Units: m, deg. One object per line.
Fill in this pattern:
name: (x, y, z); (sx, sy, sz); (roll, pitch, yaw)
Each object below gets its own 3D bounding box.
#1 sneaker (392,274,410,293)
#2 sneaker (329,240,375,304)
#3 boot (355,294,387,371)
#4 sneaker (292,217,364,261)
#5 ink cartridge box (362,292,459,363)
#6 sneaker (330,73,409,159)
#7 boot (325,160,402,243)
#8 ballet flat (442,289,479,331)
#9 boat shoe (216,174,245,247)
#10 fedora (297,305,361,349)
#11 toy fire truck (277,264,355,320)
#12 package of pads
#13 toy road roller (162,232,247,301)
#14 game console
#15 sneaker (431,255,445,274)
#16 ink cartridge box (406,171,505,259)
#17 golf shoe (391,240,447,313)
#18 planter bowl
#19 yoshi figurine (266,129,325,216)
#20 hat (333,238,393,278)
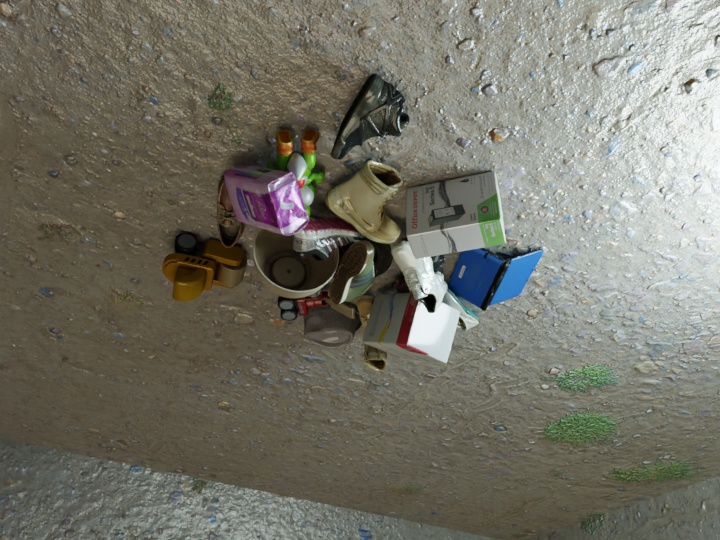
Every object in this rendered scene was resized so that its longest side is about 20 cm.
sneaker: (0.117, 0.014, 1.516); (0.115, 0.076, 0.200); (-9, 134, 35)
sneaker: (0.000, 0.000, 1.403); (0.090, 0.067, 0.200); (-10, 144, -39)
boot: (0.032, 0.176, 1.658); (0.073, 0.156, 0.200); (-6, 141, 14)
sneaker: (-0.077, -0.067, 1.348); (0.200, 0.074, 0.088); (-6, 124, -43)
ink cartridge box: (0.129, 0.149, 1.557); (0.145, 0.145, 0.200); (26, 162, -31)
sneaker: (0.021, -0.274, 1.151); (0.114, 0.076, 0.199); (27, 132, -17)
boot: (0.045, -0.148, 1.302); (0.200, 0.073, 0.155); (33, 135, -26)
ballet flat: (0.260, 0.114, 1.615); (0.069, 0.070, 0.200); (-20, 142, 27)
boat shoe: (-0.296, -0.131, 1.362); (0.076, 0.072, 0.200); (6, 139, -3)
fedora: (-0.094, 0.165, 1.707); (0.199, 0.090, 0.177); (8, 141, -5)
toy fire truck: (-0.119, 0.058, 1.556); (0.199, 0.129, 0.176); (-4, 141, -1)
package of pads: (-0.200, -0.149, 1.233); (0.200, 0.076, 0.121); (19, 134, 47)
toy road roller: (-0.396, 0.009, 1.492); (0.199, 0.146, 0.123); (13, 141, -11)
game console: (0.341, -0.001, 1.517); (0.170, 0.118, 0.200); (32, 144, 16)
sneaker: (0.191, -0.052, 1.424); (0.087, 0.076, 0.200); (-13, 139, 11)
ink cartridge box: (0.202, -0.118, 1.276); (0.199, 0.146, 0.084); (-10, 140, 16)
golf shoe: (0.137, 0.017, 1.380); (0.078, 0.097, 0.200); (-21, 127, 35)
planter bowl: (-0.163, -0.016, 1.413); (0.200, 0.201, 0.135); (13, 153, -11)
yoshi figurine: (-0.132, -0.205, 1.258); (0.112, 0.112, 0.200); (31, 137, 29)
hat: (-0.017, -0.005, 1.492); (0.200, 0.081, 0.201); (2, 143, 2)
